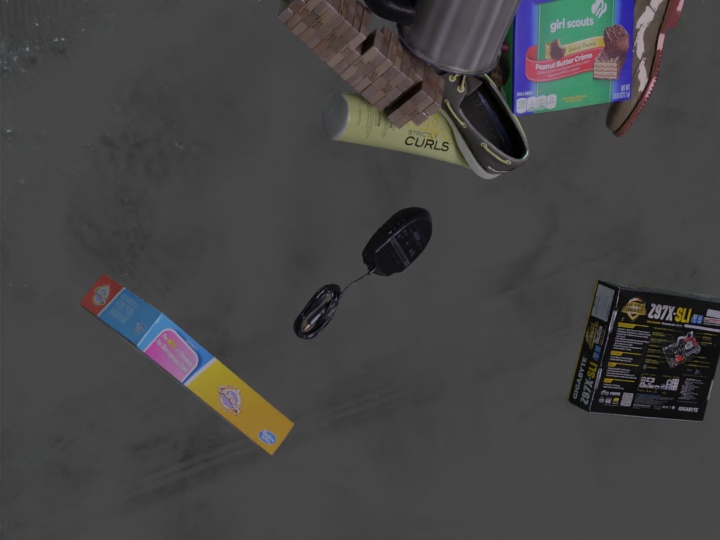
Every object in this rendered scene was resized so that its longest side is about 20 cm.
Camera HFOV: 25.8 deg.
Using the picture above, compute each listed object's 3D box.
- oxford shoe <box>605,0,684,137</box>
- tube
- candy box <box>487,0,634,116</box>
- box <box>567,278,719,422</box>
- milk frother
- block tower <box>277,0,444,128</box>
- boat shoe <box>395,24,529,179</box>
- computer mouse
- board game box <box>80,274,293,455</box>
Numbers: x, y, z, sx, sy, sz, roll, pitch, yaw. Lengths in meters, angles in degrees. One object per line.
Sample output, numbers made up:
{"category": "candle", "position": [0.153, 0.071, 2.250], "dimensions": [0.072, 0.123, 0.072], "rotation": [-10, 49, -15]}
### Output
{"category": "oxford shoe", "position": [0.314, -0.257, 1.828], "dimensions": [0.074, 0.070, 0.202], "rotation": [17, 98, -7]}
{"category": "tube", "position": [0.052, -0.158, 1.701], "dimensions": [0.198, 0.052, 0.058], "rotation": [5, 130, -37]}
{"category": "candy box", "position": [0.220, -0.284, 1.744], "dimensions": [0.167, 0.077, 0.203], "rotation": [-11, 109, -28]}
{"category": "box", "position": [0.364, 0.103, 1.969], "dimensions": [0.198, 0.049, 0.162], "rotation": [7, 99, -32]}
{"category": "milk frother", "position": [0.100, -0.344, 1.619], "dimensions": [0.179, 0.201, 0.189], "rotation": [22, 130, -3]}
{"category": "block tower", "position": [-0.001, -0.229, 1.609], "dimensions": [0.200, 0.058, 0.054], "rotation": [40, 123, -22]}
{"category": "boat shoe", "position": [0.112, -0.191, 1.691], "dimensions": [0.072, 0.060, 0.203], "rotation": [-44, 107, -31]}
{"category": "computer mouse", "position": [0.000, 0.000, 1.732], "dimensions": [0.199, 0.034, 0.059], "rotation": [-40, 138, -9]}
{"category": "board game box", "position": [-0.174, 0.094, 1.578], "dimensions": [0.040, 0.153, 0.200], "rotation": [-52, 124, -8]}
